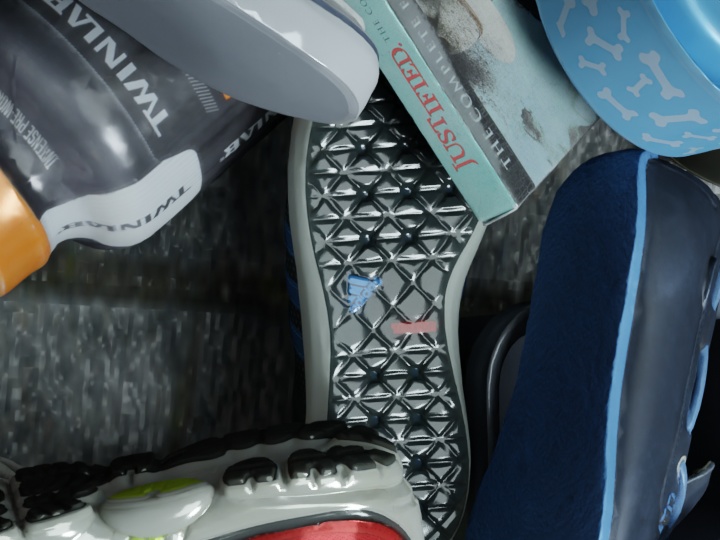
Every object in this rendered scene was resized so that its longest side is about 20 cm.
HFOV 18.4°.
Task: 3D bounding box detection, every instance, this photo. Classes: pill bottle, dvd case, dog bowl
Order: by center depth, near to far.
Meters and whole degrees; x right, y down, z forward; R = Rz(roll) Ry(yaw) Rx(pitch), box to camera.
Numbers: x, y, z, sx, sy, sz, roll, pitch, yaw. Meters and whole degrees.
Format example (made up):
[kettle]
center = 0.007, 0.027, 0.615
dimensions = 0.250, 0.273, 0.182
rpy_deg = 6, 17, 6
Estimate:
[dog bowl]
center = 0.110, -0.121, 0.740
dimensions = 0.111, 0.050, 0.200
rpy_deg = 36, 46, -28
[dvd case]
center = 0.054, -0.124, 0.747
dimensions = 0.146, 0.022, 0.200
rpy_deg = 57, 45, -11
[pill bottle]
center = -0.073, -0.079, 0.753
dimensions = 0.200, 0.106, 0.106
rpy_deg = -43, 112, -19

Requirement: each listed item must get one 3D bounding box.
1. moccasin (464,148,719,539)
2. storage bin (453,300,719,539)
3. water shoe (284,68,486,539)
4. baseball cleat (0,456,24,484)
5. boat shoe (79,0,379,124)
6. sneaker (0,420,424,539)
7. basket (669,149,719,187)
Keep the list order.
[moccasin]
center = 0.088, 0.062, 0.716
dimensions = 0.068, 0.080, 0.200
rpy_deg = 18, 86, -33
[storage bin]
center = 0.100, 0.070, 0.844
dimensions = 0.200, 0.134, 0.146
rpy_deg = -5, 96, -28
[water shoe]
center = 0.000, 0.000, 0.754
dimensions = 0.071, 0.079, 0.200
rpy_deg = 5, 90, -17
[baseball cleat]
center = -0.122, 0.129, 0.758
dimensions = 0.200, 0.070, 0.106
rpy_deg = 39, 88, -26
[boat shoe]
center = -0.072, -0.119, 0.671
dimensions = 0.200, 0.074, 0.065
rpy_deg = 33, 73, 3
[sneaker]
center = -0.078, 0.105, 0.684
dimensions = 0.200, 0.077, 0.085
rpy_deg = -9, 99, 3
[basket]
center = 0.206, -0.134, 0.887
dimensions = 0.180, 0.136, 0.200
rpy_deg = 27, 72, -61
